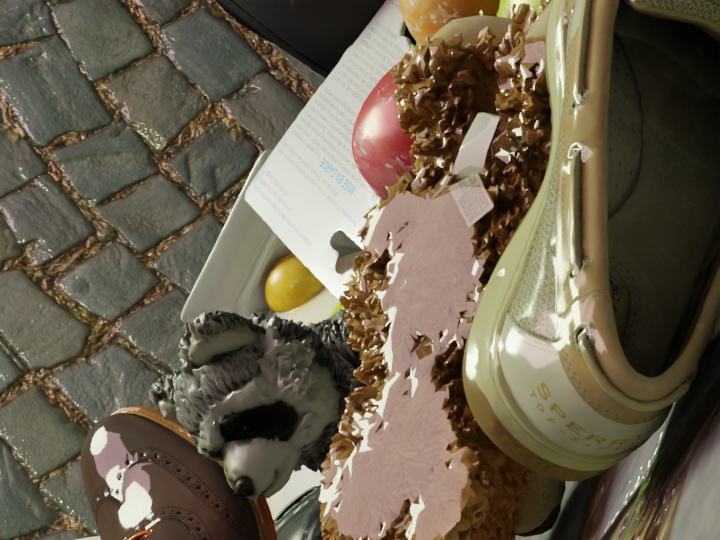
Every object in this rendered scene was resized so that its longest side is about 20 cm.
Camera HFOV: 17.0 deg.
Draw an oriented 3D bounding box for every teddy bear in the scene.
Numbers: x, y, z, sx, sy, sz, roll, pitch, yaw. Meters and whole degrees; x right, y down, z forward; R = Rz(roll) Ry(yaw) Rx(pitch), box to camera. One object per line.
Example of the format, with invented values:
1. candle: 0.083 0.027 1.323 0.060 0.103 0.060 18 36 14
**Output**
1. teddy bear: 0.044 0.002 0.731 0.145 0.067 0.201 -26 50 37

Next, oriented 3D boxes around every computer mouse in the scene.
1. computer mouse: 0.043 -0.116 0.960 0.141 0.199 0.046 -55 12 18

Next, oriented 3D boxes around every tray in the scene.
1. tray: 0.000 0.000 1.326 0.022 0.199 0.108 40 110 41

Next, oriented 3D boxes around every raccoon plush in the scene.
1. raccoon plush: -0.006 0.030 1.031 0.200 0.133 0.097 -66 3 -56

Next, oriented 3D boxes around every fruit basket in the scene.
1. fruit basket: 0.051 -0.071 0.866 0.201 0.093 0.185 -58 31 7

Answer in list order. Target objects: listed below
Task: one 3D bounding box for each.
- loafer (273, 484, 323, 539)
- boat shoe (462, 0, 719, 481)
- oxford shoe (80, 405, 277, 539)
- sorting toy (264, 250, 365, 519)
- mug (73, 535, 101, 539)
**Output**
1. loafer: -0.043 0.169 1.143 0.201 0.068 0.071 -52 17 41
2. boat shoe: 0.084 -0.041 0.640 0.063 0.073 0.201 -40 22 57
3. oxford shoe: -0.074 0.124 0.976 0.071 0.072 0.200 -52 48 17
4. sorting toy: -0.004 0.088 1.219 0.201 0.106 0.180 -63 21 10
5. mug: -0.132 0.234 1.048 0.199 0.148 0.176 -14 35 22
